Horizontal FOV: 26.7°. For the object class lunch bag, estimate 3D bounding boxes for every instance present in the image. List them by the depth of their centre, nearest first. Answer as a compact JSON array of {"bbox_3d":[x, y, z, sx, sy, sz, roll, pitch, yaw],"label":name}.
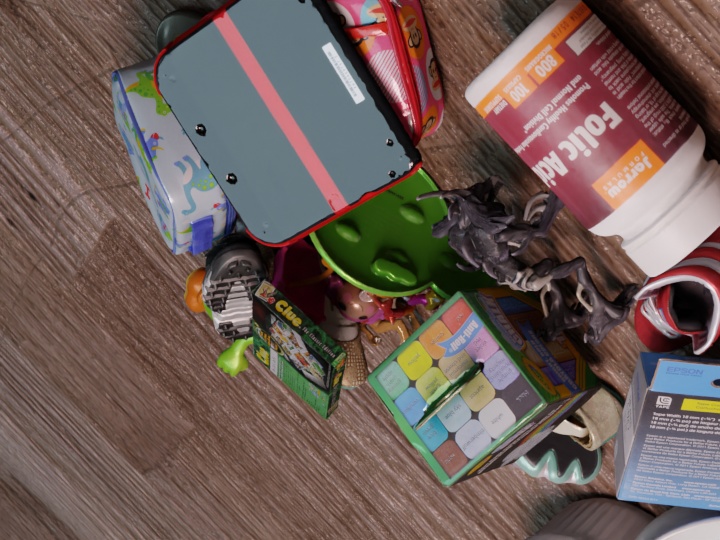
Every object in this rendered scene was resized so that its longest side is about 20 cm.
[{"bbox_3d":[-0.037,-0.179,1.290,0.199,0.082,0.177,-5,110,28],"label":"lunch bag"},{"bbox_3d":[-0.169,-0.104,1.418,0.200,0.082,0.161,116,133,-76],"label":"lunch bag"}]

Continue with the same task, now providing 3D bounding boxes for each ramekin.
[{"bbox_3d":[0.255,0.318,1.524,0.202,0.094,0.203,30,144,25],"label":"ramekin"}]

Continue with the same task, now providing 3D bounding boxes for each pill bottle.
[{"bbox_3d":[0.184,-0.099,1.138,0.200,0.114,0.114,46,147,0],"label":"pill bottle"}]

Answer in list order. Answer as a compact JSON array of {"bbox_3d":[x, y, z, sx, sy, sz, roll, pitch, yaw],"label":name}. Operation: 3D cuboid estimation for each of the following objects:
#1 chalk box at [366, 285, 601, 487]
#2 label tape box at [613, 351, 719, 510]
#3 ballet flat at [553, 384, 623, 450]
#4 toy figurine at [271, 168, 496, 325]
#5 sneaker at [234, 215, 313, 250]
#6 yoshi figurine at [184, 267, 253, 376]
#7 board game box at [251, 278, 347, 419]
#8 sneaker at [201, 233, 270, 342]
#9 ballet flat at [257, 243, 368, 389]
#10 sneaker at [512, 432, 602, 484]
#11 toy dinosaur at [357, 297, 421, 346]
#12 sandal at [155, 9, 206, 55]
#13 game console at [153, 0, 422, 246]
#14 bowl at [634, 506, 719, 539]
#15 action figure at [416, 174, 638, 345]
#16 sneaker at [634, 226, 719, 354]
[{"bbox_3d":[0.100,0.098,1.316,0.125,0.200,0.124,-43,73,20],"label":"chalk box"},{"bbox_3d":[0.294,0.116,1.238,0.144,0.063,0.200,5,139,2],"label":"label tape box"},{"bbox_3d":[0.155,0.099,1.429,0.200,0.062,0.068,31,147,22],"label":"ballet flat"},{"bbox_3d":[0.000,0.000,1.423,0.199,0.151,0.184,27,146,-15],"label":"toy figurine"},{"bbox_3d":[-0.066,-0.089,1.470,0.086,0.080,0.200,29,149,15],"label":"sneaker"},{"bbox_3d":[-0.092,0.068,1.621,0.200,0.112,0.113,39,108,26],"label":"yoshi figurine"},{"bbox_3d":[-0.061,0.079,1.455,0.105,0.023,0.200,39,163,9],"label":"board game box"},{"bbox_3d":[-0.125,-0.001,1.486,0.200,0.066,0.091,95,164,-70],"label":"sneaker"},{"bbox_3d":[-0.047,0.029,1.534,0.200,0.070,0.065,53,132,29],"label":"ballet flat"},{"bbox_3d":[0.141,0.161,1.517,0.199,0.078,0.140,27,164,7],"label":"sneaker"},{"bbox_3d":[0.020,0.032,1.511,0.106,0.060,0.200,46,147,3],"label":"toy dinosaur"},{"bbox_3d":[-0.132,-0.205,1.409,0.200,0.054,0.082,23,108,39],"label":"sandal"},{"bbox_3d":[-0.065,-0.132,1.262,0.177,0.031,0.200,-29,98,27],"label":"game console"},{"bbox_3d":[0.321,0.273,1.370,0.200,0.090,0.202,1,121,1],"label":"bowl"},{"bbox_3d":[0.139,-0.025,1.284,0.200,0.102,0.119,42,152,-24],"label":"action figure"},{"bbox_3d":[0.251,0.031,1.205,0.071,0.112,0.200,40,147,9],"label":"sneaker"}]
